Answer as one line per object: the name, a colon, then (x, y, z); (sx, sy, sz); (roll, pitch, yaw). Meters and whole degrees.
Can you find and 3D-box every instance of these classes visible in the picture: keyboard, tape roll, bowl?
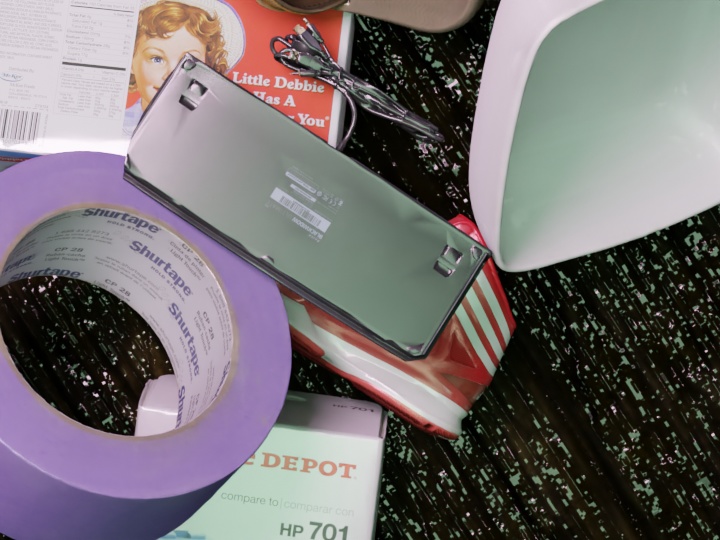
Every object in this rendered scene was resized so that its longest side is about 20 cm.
keyboard: (-0.019, -0.053, 1.308); (0.200, 0.021, 0.127); (33, 85, -1)
tape roll: (-0.143, 0.043, 1.292); (0.200, 0.200, 0.085); (39, 143, -4)
bowl: (0.144, -0.109, 1.312); (0.199, 0.075, 0.200); (-18, 141, -23)

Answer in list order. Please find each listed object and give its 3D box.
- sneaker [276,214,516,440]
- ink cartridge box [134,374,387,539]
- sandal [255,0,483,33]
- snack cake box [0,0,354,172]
sneaker: (0.000, 0.000, 1.402); (0.200, 0.078, 0.116); (35, 83, -5)
ink cartridge box: (-0.067, 0.174, 1.415); (0.146, 0.086, 0.201); (7, 101, 1)
sandal: (-0.030, -0.165, 1.299); (0.199, 0.054, 0.081); (15, 129, -1)
snack cake box: (-0.107, -0.103, 1.361); (0.199, 0.067, 0.116); (7, 75, 1)
